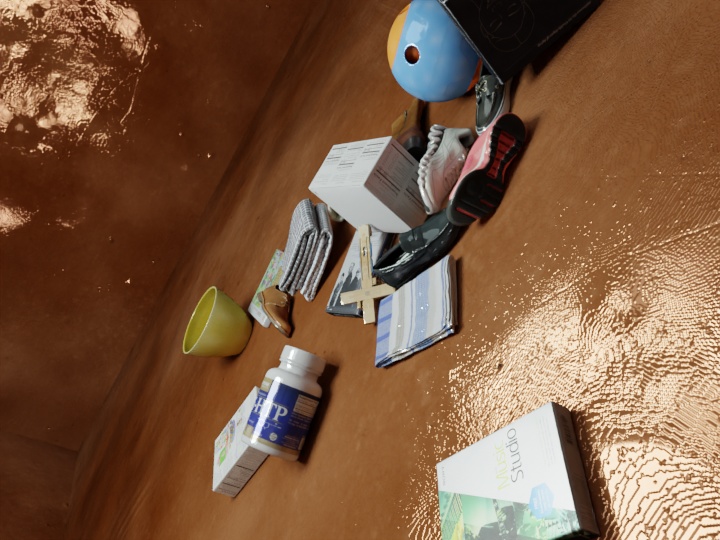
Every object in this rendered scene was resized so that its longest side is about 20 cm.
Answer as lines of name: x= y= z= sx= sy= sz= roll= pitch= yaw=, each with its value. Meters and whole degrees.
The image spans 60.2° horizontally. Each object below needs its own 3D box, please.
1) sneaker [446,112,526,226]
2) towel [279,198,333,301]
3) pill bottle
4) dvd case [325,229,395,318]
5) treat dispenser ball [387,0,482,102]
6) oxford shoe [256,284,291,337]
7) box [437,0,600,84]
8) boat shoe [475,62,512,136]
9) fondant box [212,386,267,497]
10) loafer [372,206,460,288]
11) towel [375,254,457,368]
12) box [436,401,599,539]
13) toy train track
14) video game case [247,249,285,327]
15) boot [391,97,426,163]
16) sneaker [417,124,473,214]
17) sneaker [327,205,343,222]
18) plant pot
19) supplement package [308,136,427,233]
sneaker: x=0.203 y=-0.161 z=1.029 sx=0.201 sy=0.074 sz=0.087 roll=-60 pitch=11 yaw=-1
towel: x=-0.137 y=-0.052 z=1.492 sx=0.166 sy=0.085 sz=0.201 roll=-111 pitch=38 yaw=-58
pill bottle: x=-0.143 y=0.256 z=1.215 sx=0.120 sy=0.119 sz=0.201 roll=-4 pitch=63 yaw=62
dvd case: x=0.000 y=0.000 z=1.295 sx=0.150 sy=0.025 sz=0.201 roll=-3 pitch=63 yaw=62
treat dispenser ball: x=0.152 y=-0.431 z=1.204 sx=0.201 sy=0.200 sz=0.202 roll=-44 pitch=31 yaw=36
oxford shoe: x=-0.204 y=0.093 z=1.556 sx=0.071 sy=0.071 sz=0.200 roll=-35 pitch=38 yaw=0
box: x=0.241 y=-0.452 z=0.998 sx=0.200 sy=0.196 sz=0.124 roll=-38 pitch=42 yaw=18
boat shoe: x=0.234 y=-0.330 z=1.119 sx=0.069 sy=0.056 sz=0.201 roll=-18 pitch=50 yaw=56
fondant box: x=-0.258 y=0.383 z=1.390 sx=0.200 sy=0.058 sz=0.145 roll=-52 pitch=27 yaw=22
loafer: x=0.099 y=-0.043 z=1.091 sx=0.201 sy=0.070 sz=0.068 roll=-45 pitch=30 yaw=33
towel: x=0.090 y=0.072 z=1.047 sx=0.200 sy=0.024 sz=0.148 roll=-36 pitch=38 yaw=44
box: x=0.168 y=0.258 z=0.712 sx=0.200 sy=0.036 sz=0.145 roll=-45 pitch=31 yaw=37
toy train track: x=0.017 y=0.008 z=1.206 sx=0.114 sy=0.033 sz=0.201 roll=-12 pitch=69 yaw=23
video game case: x=-0.244 y=0.045 z=1.726 sx=0.201 sy=0.022 sz=0.182 roll=-64 pitch=25 yaw=-1
boot: x=0.069 y=-0.274 z=1.375 sx=0.188 sy=0.068 sz=0.201 roll=-46 pitch=28 yaw=37
sneaker: x=0.152 y=-0.186 z=1.105 sx=0.081 sy=0.075 sz=0.201 roll=3 pitch=56 yaw=21
sneaker: x=-0.027 y=-0.186 z=1.445 sx=0.200 sy=0.076 sz=0.081 roll=120 pitch=163 yaw=-62
plant pot: x=-0.392 y=0.164 z=1.755 sx=0.200 sy=0.141 sz=0.201 roll=-45 pitch=31 yaw=36
supplement package: x=0.027 y=-0.160 z=1.202 sx=0.200 sy=0.156 sz=0.111 roll=10 pitch=66 yaw=56
